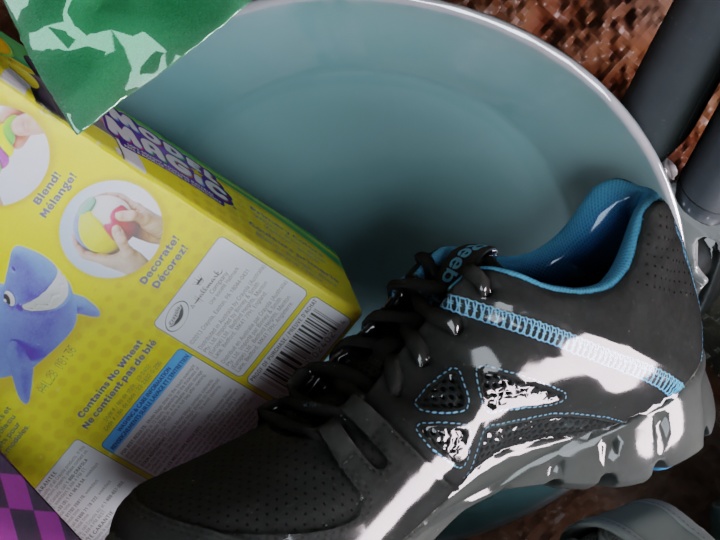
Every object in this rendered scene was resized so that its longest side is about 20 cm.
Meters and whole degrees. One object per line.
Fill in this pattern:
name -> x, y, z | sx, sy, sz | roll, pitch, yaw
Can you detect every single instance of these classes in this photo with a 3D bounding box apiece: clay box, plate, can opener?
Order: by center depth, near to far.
clay box -> -0.112, -0.004, 0.753 | 0.200, 0.048, 0.115 | 34, 105, -24
can opener -> 0.106, -0.047, 0.808 | 0.066, 0.053, 0.200 | -43, 164, -33
plate -> 0.000, 0.000, 0.821 | 0.199, 0.026, 0.201 | 1, 121, 2

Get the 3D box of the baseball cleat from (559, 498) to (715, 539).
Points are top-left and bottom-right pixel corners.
baseball cleat -> 0.039, 0.107, 0.813 | 0.199, 0.107, 0.070 | 23, 140, -1

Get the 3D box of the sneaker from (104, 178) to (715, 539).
sneaker -> 0.011, 0.035, 0.755 | 0.199, 0.073, 0.082 | -22, 119, -30

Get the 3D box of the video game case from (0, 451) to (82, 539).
video game case -> -0.138, 0.123, 0.797 | 0.180, 0.036, 0.200 | -16, 126, 34

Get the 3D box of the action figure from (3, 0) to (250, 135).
action figure -> -0.091, -0.152, 0.716 | 0.118, 0.055, 0.201 | -41, 108, -23

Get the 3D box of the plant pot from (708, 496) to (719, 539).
plant pot -> 0.202, 0.161, 0.878 | 0.199, 0.200, 0.198 | -8, 90, -14
